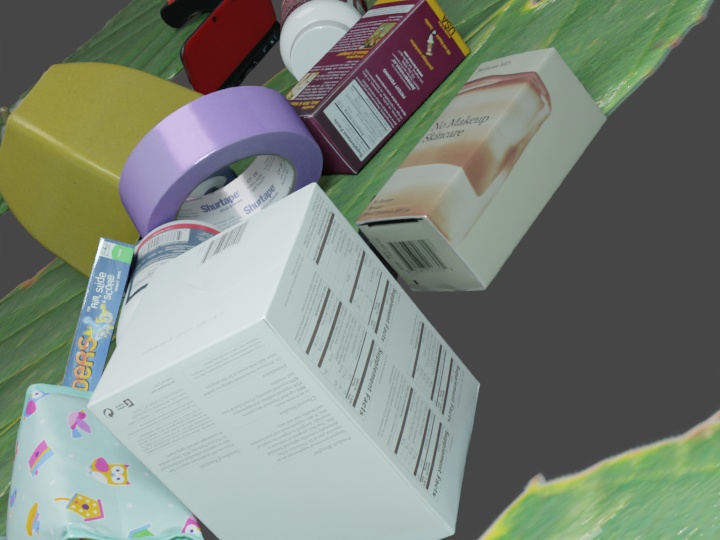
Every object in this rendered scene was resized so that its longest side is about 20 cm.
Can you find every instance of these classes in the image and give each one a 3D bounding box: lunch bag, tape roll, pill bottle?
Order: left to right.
[{"bbox_3d":[-0.195,0.209,0.966,0.170,0.122,0.200,-121,43,-52],"label":"lunch bag"},{"bbox_3d":[-0.163,0.047,1.243,0.119,0.120,0.200,-34,25,14],"label":"pill bottle"},{"bbox_3d":[-0.139,-0.092,1.359,0.200,0.200,0.066,-37,65,9],"label":"tape roll"},{"bbox_3d":[-0.044,-0.293,1.663,0.113,0.113,0.200,-34,24,15],"label":"pill bottle"}]

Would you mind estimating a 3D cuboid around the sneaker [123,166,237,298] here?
[{"bbox_3d":[-0.187,-0.037,1.511,0.082,0.070,0.200,15,60,42],"label":"sneaker"}]

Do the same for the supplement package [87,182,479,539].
[{"bbox_3d":[-0.043,0.083,0.902,0.152,0.200,0.151,-26,27,28],"label":"supplement package"}]

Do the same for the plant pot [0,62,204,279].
[{"bbox_3d":[-0.315,-0.132,1.596,0.194,0.200,0.196,-58,5,46],"label":"plant pot"}]

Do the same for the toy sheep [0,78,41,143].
[{"bbox_3d":[-0.545,-0.235,2.281,0.200,0.138,0.138,-42,21,-32],"label":"toy sheep"}]

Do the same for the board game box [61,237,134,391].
[{"bbox_3d":[-0.258,0.071,1.288,0.135,0.034,0.200,172,113,-78],"label":"board game box"}]

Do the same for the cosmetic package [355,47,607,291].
[{"bbox_3d":[0.101,-0.083,1.117,0.103,0.087,0.200,-5,42,54],"label":"cosmetic package"}]

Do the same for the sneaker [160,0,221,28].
[{"bbox_3d":[-0.281,-0.519,2.462,0.201,0.067,0.108,-15,36,49],"label":"sneaker"}]

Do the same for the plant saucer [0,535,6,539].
[{"bbox_3d":[-0.372,0.314,1.207,0.200,0.027,0.200,-33,26,18],"label":"plant saucer"}]

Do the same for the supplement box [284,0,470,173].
[{"bbox_3d":[0.008,-0.202,1.463,0.200,0.086,0.110,-48,26,-17],"label":"supplement box"}]

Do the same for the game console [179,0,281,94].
[{"bbox_3d":[-0.214,-0.323,1.962,0.172,0.119,0.200,-6,40,52],"label":"game console"}]

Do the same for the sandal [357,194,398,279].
[{"bbox_3d":[0.000,0.000,1.140,0.045,0.075,0.200,-12,25,19],"label":"sandal"}]
